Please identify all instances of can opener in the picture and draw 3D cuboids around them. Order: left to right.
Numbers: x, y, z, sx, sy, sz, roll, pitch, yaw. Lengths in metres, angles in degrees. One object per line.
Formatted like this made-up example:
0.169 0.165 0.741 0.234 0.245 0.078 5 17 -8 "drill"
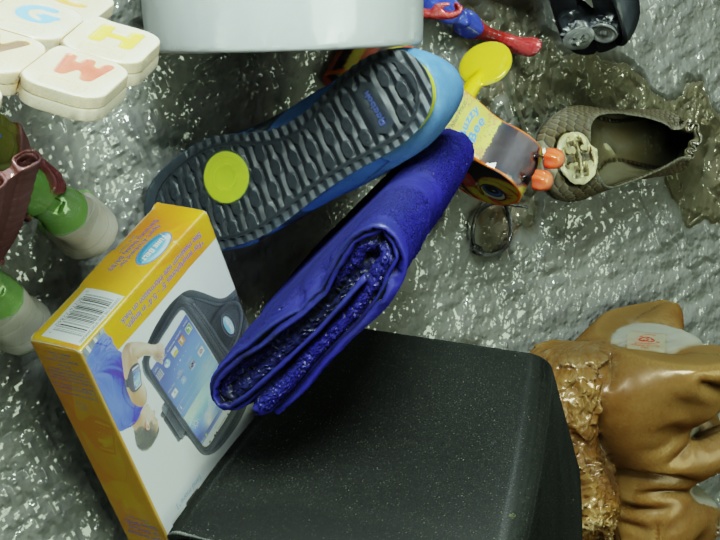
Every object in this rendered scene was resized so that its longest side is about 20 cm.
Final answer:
0.141 -0.211 1.047 0.200 0.063 0.079 56 33 -56 "can opener"

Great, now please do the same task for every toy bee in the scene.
0.076 -0.086 1.040 0.200 0.109 0.131 17 81 -40 "toy bee"

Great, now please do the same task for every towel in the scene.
0.000 0.000 0.914 0.050 0.148 0.200 44 25 -5 "towel"

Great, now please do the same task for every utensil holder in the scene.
-0.047 -0.223 0.888 0.170 0.170 0.200 -10 103 -40 "utensil holder"

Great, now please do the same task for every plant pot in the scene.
0.034 0.148 0.954 0.200 0.199 0.178 67 37 -48 "plant pot"

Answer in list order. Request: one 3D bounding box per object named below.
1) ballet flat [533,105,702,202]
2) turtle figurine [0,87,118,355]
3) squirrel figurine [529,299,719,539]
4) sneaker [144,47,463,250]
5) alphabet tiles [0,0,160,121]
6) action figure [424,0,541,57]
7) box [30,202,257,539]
0.190 -0.087 1.158 0.200 0.046 0.067 -9 95 -49 "ballet flat"
-0.224 -0.051 0.810 0.194 0.200 0.144 55 30 -54 "turtle figurine"
0.186 0.139 1.160 0.200 0.142 0.187 -9 110 -25 "squirrel figurine"
-0.029 -0.063 0.923 0.066 0.200 0.078 66 20 7 "sneaker"
-0.199 -0.117 0.747 0.196 0.200 0.015 -63 169 -63 "alphabet tiles"
0.059 -0.186 1.026 0.200 0.099 0.065 8 88 -38 "action figure"
-0.103 0.076 0.910 0.119 0.041 0.200 -52 137 -37 "box"
